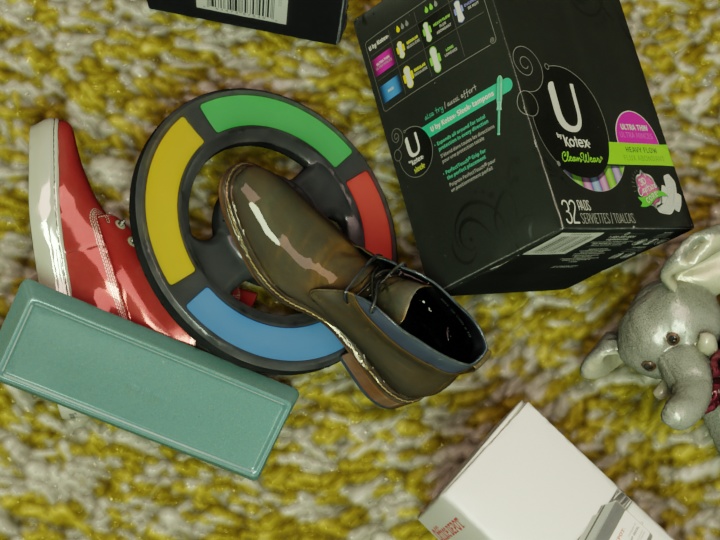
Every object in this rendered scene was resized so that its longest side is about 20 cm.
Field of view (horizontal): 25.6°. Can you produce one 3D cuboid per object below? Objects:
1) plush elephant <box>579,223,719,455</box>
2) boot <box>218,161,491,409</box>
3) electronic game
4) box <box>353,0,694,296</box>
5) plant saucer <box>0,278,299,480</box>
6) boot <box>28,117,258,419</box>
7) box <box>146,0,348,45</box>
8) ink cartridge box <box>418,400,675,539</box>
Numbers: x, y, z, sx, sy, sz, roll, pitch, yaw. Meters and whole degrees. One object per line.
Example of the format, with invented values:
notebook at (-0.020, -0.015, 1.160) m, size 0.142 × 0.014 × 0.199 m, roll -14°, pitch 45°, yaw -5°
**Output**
plush elephant at (0.239, 0.059, 1.038) m, size 0.153 × 0.165 × 0.201 m, roll 6°, pitch 45°, yaw -17°
boot at (0.000, 0.000, 1.004) m, size 0.200 × 0.097 × 0.075 m, roll 48°, pitch 55°, yaw -17°
electronic game at (-0.061, -0.028, 1.056) m, size 0.198 × 0.042 × 0.202 m, roll 14°, pitch 63°, yaw -28°
box at (0.107, -0.099, 1.052) m, size 0.148 × 0.124 × 0.202 m, roll -1°, pitch 70°, yaw -45°
plant saucer at (-0.139, 0.075, 1.023) m, size 0.199 × 0.019 × 0.070 m, roll 24°, pitch 98°, yaw -18°
boot at (-0.147, -0.011, 1.067) m, size 0.143 × 0.072 × 0.202 m, roll -11°, pitch 84°, yaw -8°
box at (-0.065, -0.281, 1.126) m, size 0.146 × 0.104 × 0.202 m, roll 10°, pitch 75°, yaw -2°
ink cartridge box at (0.138, 0.188, 0.998) m, size 0.200 × 0.145 × 0.084 m, roll 44°, pitch 76°, yaw 7°
